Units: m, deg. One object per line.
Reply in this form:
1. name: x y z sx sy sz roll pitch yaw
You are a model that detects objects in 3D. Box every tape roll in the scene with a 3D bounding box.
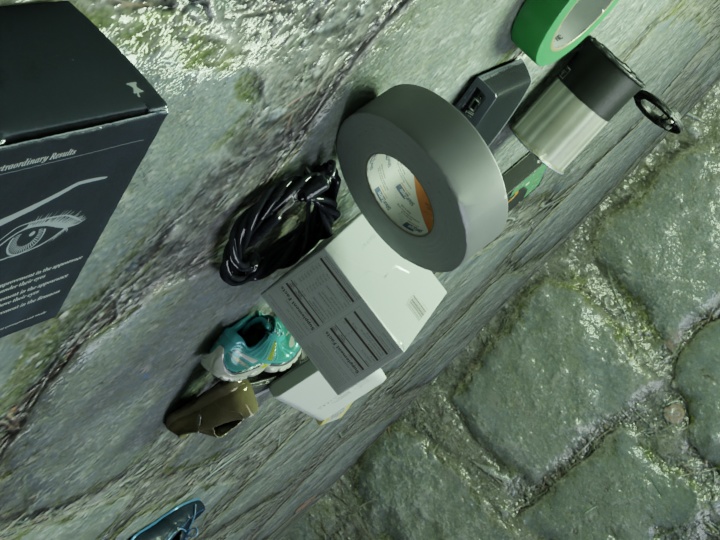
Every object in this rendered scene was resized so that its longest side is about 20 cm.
1. tape roll: 0.064 -0.097 1.203 0.066 0.200 0.200 -36 165 -24
2. tape roll: 0.277 -0.349 1.406 0.200 0.048 0.201 -42 168 -11

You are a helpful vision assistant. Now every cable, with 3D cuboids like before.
1. cable: -0.090 -0.037 1.256 0.163 0.051 0.200 -40 168 -26

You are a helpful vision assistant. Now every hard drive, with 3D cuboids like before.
1. hard drive: 0.151 -0.194 1.522 0.135 0.042 0.200 -30 161 -48
2. hard drive: -0.046 0.172 1.713 0.132 0.026 0.200 -33 155 6
3. hard drive: 0.268 -0.140 2.063 0.200 0.038 0.140 -39 166 -18

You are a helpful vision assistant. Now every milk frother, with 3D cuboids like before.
1. milk frother: 0.374 -0.230 1.746 0.188 0.200 0.180 -48 171 20

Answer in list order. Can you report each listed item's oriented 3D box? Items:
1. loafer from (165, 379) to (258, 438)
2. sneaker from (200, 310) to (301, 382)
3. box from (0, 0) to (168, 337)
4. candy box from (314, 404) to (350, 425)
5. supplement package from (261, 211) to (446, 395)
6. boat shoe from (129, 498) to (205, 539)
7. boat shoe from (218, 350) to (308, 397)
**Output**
1. loafer: -0.208 0.202 1.555 0.076 0.068 0.200 -32 178 -39
2. sneaker: -0.131 0.094 1.510 0.200 0.077 0.080 -21 145 -60
3. box: -0.231 -0.049 0.666 0.148 0.104 0.200 -25 157 -55
4. candy box: -0.041 0.157 1.866 0.055 0.116 0.200 -17 152 -40
5. supplement package: -0.003 0.030 1.379 0.111 0.156 0.200 -35 -175 27
6. boat shoe: -0.361 0.502 2.095 0.200 0.069 0.084 -30 161 -47
7. boat shoe: -0.128 0.134 1.667 0.200 0.070 0.066 -24 159 -38
